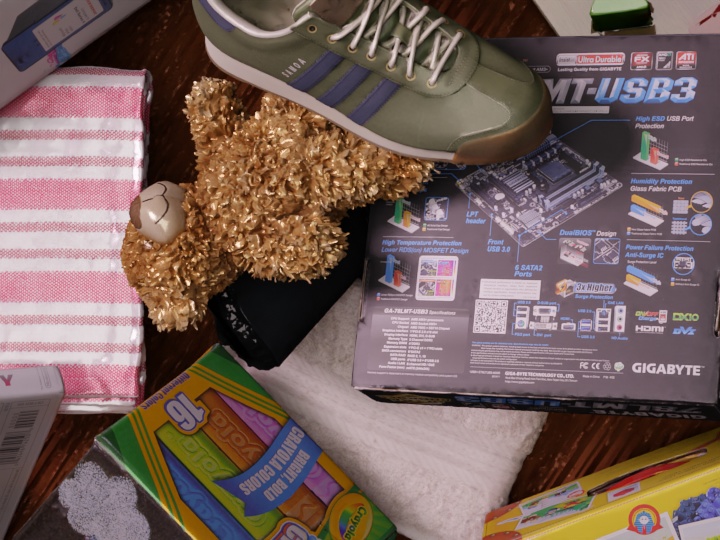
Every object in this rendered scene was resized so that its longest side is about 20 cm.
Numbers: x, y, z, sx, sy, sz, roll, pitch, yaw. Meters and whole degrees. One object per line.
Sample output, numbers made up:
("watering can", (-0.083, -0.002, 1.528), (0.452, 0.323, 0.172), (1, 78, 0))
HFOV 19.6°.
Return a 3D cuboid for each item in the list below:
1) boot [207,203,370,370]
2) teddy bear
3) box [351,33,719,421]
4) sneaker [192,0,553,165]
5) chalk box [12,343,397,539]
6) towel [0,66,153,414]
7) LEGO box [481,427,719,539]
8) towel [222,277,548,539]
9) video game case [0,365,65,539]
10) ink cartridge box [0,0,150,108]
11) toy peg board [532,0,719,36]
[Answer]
("boot", (0.000, 0.000, 1.197), (0.200, 0.076, 0.168), (39, 71, 13))
("teddy bear", (-0.048, -0.051, 1.114), (0.200, 0.067, 0.145), (-16, 68, 18))
("box", (0.103, -0.025, 1.110), (0.200, 0.050, 0.199), (1, 75, 20))
("sneaker", (-0.002, -0.117, 1.051), (0.200, 0.090, 0.067), (21, 67, 21))
("chalk box", (-0.073, 0.169, 1.194), (0.200, 0.124, 0.125), (46, 131, 5))
("towel", (-0.193, -0.018, 1.210), (0.146, 0.030, 0.200), (1, 88, 7))
("LEGO box", (0.189, 0.180, 1.184), (0.200, 0.077, 0.149), (-22, 98, 9))
("towel", (0.008, 0.078, 1.246), (0.200, 0.034, 0.133), (23, 95, 8))
("video game case", (-0.277, 0.121, 1.188), (0.182, 0.200, 0.023), (-4, 57, -26))
("ink cartridge box", (-0.220, -0.182, 1.196), (0.200, 0.088, 0.145), (-37, 62, -17))
("toy peg board", (0.208, -0.169, 1.178), (0.199, 0.098, 0.200), (-35, 86, 8))
